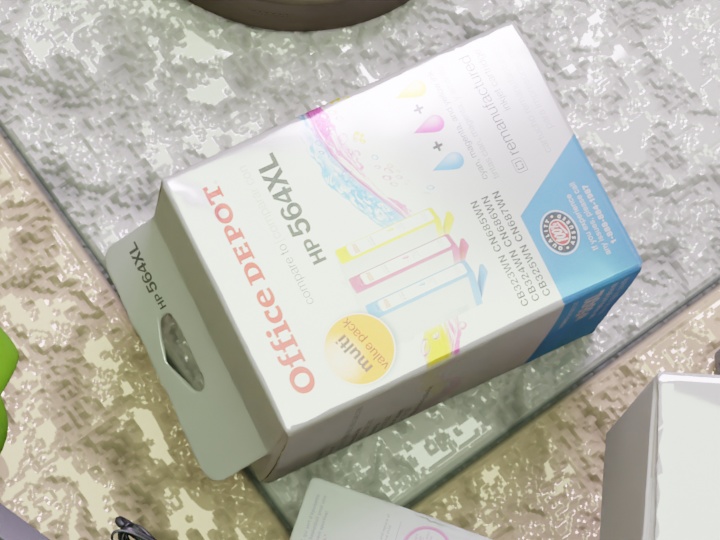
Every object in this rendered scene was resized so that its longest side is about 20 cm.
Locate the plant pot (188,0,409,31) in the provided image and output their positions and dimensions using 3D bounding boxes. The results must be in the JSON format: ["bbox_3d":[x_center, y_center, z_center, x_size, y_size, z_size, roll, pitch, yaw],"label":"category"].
[{"bbox_3d":[-0.024,-0.228,1.341,0.200,0.174,0.200,1,77,-5],"label":"plant pot"}]

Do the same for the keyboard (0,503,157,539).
[{"bbox_3d":[-0.091,0.167,1.270,0.200,0.127,0.021,36,33,5],"label":"keyboard"}]

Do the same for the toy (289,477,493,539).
[{"bbox_3d":[0.052,0.182,1.315,0.200,0.047,0.115,19,73,1],"label":"toy"}]

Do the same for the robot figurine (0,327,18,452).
[{"bbox_3d":[-0.227,0.089,1.256,0.116,0.175,0.200,52,53,-32],"label":"robot figurine"}]

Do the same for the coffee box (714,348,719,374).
[{"bbox_3d":[0.223,0.128,1.330,0.113,0.080,0.200,1,76,-6],"label":"coffee box"}]

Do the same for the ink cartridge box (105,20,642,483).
[{"bbox_3d":[0.000,0.000,1.312,0.200,0.125,0.129,-25,81,-12],"label":"ink cartridge box"}]

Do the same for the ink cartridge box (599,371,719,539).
[{"bbox_3d":[0.203,0.129,1.211,0.200,0.147,0.145,4,76,-2],"label":"ink cartridge box"}]
